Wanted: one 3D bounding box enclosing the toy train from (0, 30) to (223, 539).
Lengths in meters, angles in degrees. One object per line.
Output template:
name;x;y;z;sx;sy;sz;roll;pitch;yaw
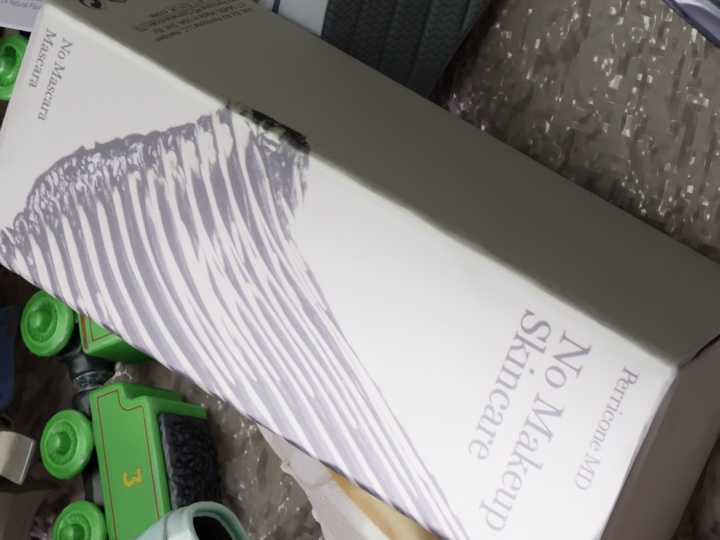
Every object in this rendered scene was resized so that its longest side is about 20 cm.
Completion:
toy train;-0.081;0.004;0.891;0.056;0.042;0.201;-21;70;33

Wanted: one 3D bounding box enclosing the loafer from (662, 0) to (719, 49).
loafer;0.108;-0.079;0.687;0.063;0.072;0.200;-46;58;9

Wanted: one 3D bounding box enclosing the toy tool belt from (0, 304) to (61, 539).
toy tool belt;-0.164;0.073;0.908;0.123;0.124;0.201;18;99;59

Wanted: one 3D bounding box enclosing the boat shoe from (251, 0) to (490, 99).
boat shoe;-0.013;-0.074;0.798;0.067;0.073;0.201;40;115;39

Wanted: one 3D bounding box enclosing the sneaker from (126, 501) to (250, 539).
sneaker;-0.096;0.093;0.819;0.200;0.074;0.118;32;114;-2

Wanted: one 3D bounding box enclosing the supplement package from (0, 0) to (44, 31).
supplement package;-0.074;-0.189;0.822;0.152;0.150;0.201;44;117;41

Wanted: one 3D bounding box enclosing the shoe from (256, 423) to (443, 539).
shoe;0.019;0.088;0.748;0.053;0.070;0.200;-53;53;18

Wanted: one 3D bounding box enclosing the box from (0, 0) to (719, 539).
box;0.000;0.000;0.725;0.199;0.068;0.083;30;116;21
